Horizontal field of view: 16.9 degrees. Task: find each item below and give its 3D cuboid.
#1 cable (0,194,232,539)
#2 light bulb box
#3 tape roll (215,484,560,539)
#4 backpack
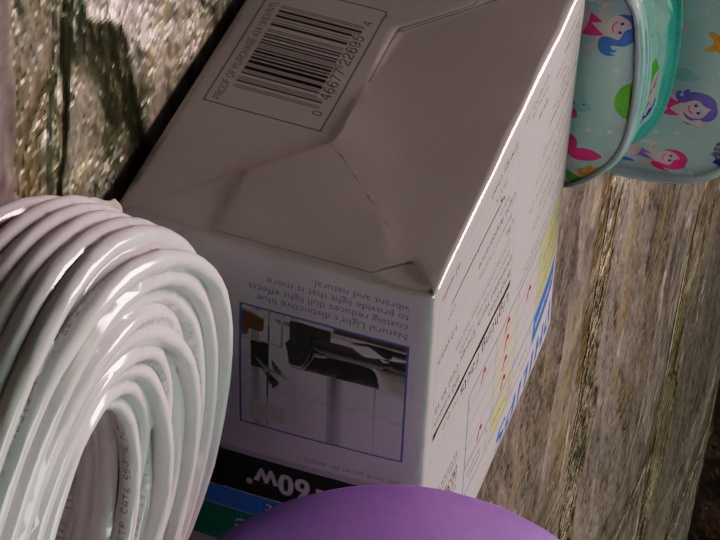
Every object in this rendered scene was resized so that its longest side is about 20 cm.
[{"bbox_3d":[-0.106,0.075,0.751,0.200,0.069,0.200,0,105,-76],"label":"cable"},{"bbox_3d":[0.000,0.000,0.969,0.200,0.125,0.198,93,19,-45],"label":"light bulb box"},{"bbox_3d":[0.008,0.181,0.841,0.085,0.200,0.200,-72,173,-71],"label":"tape roll"},{"bbox_3d":[0.097,-0.125,1.058,0.151,0.200,0.178,-59,159,-48],"label":"backpack"}]
